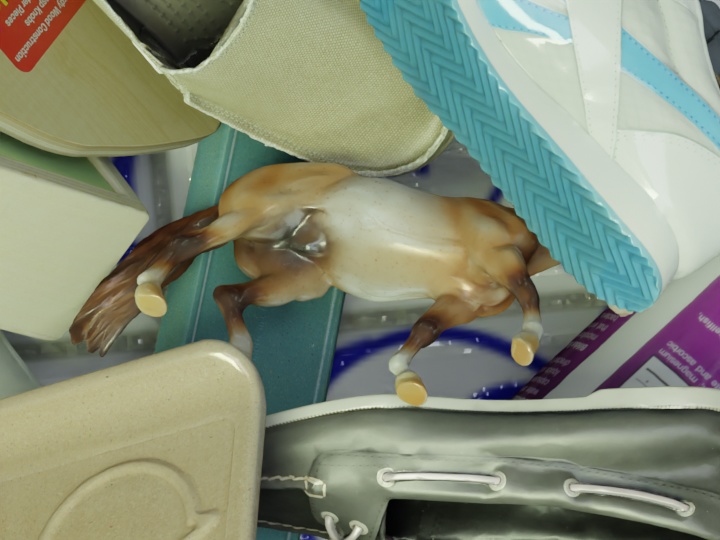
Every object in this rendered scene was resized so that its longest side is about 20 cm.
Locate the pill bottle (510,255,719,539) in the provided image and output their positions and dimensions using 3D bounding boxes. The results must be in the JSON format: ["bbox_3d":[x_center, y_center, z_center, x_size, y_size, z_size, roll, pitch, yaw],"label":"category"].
[{"bbox_3d":[0.113,0.071,0.989,0.200,0.112,0.112,-42,93,-9],"label":"pill bottle"}]

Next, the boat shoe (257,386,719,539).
[{"bbox_3d":[0.036,0.077,0.905,0.199,0.067,0.057,-5,65,10],"label":"boat shoe"}]

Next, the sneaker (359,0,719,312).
[{"bbox_3d":[0.062,-0.085,0.907,0.081,0.077,0.200,-35,86,-20],"label":"sneaker"}]

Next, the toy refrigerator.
[{"bbox_3d":[-0.171,-0.042,0.905,0.070,0.200,0.076,-52,51,17],"label":"toy refrigerator"}]

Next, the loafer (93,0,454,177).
[{"bbox_3d":[-0.044,-0.088,0.941,0.200,0.068,0.076,32,107,-23],"label":"loafer"}]

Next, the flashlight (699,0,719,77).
[{"bbox_3d":[0.077,-0.127,1.024,0.200,0.068,0.068,59,38,-4],"label":"flashlight"}]

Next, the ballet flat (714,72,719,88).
[{"bbox_3d":[0.073,-0.100,0.964,0.071,0.071,0.200,-42,98,-10],"label":"ballet flat"}]

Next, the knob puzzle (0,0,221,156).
[{"bbox_3d":[-0.124,-0.120,0.961,0.219,0.030,0.220,29,48,-38],"label":"knob puzzle"}]

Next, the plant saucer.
[{"bbox_3d":[-0.039,0.022,0.982,0.070,0.019,0.201,18,65,-18],"label":"plant saucer"}]

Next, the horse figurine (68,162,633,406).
[{"bbox_3d":[0.000,0.000,0.936,0.199,0.133,0.050,5,118,13],"label":"horse figurine"}]

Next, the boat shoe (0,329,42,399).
[{"bbox_3d":[-0.154,0.050,0.967,0.062,0.073,0.200,-39,96,14],"label":"boat shoe"}]

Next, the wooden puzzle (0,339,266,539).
[{"bbox_3d":[-0.111,0.136,0.870,0.185,0.046,0.200,-17,52,23],"label":"wooden puzzle"}]
